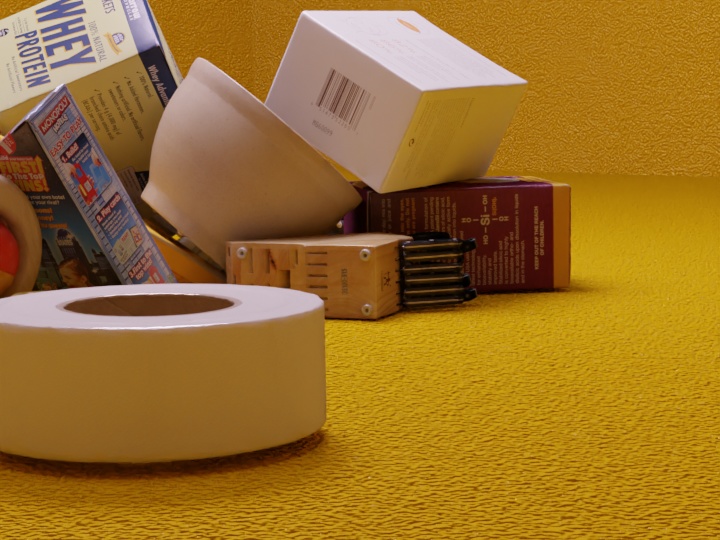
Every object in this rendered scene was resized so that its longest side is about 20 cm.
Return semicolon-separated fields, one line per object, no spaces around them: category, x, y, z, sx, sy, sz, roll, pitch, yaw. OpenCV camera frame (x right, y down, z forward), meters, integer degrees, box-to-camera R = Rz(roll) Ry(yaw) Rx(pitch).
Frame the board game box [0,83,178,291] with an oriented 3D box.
board game box;-0.263;-0.048;1.400;0.198;0.201;0.062;2;35;25

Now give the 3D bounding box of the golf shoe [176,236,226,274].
golf shoe;-0.126;-0.037;1.774;0.078;0.098;0.199;-9;8;-41

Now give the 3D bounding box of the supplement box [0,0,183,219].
supplement box;-0.267;-0.150;1.710;0.198;0.201;0.135;-22;47;-1

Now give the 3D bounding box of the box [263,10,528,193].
box;0.035;-0.162;1.641;0.152;0.107;0.199;35;24;25

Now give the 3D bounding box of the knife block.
knife block;0.000;0.000;1.564;0.198;0.065;0.175;1;6;21

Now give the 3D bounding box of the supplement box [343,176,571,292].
supplement box;0.091;-0.036;1.694;0.198;0.104;0.131;-3;8;-11

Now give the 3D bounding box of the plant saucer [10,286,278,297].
plant saucer;-0.153;0.047;1.226;0.198;0.049;0.200;-1;6;-4

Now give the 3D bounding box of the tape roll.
tape roll;-0.120;0.053;0.992;0.201;0.071;0.202;0;7;0

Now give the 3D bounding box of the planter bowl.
planter bowl;-0.116;-0.079;1.607;0.200;0.135;0.200;41;-2;2

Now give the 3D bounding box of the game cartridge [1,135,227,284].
game cartridge;-0.233;-0.048;1.598;0.199;0.033;0.176;31;1;-40

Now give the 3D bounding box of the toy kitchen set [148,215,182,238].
toy kitchen set;-0.186;-0.097;1.928;0.163;0.201;0.180;38;-25;-17

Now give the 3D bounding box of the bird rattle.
bird rattle;-0.306;-0.023;1.307;0.112;0.202;0.163;4;-16;34

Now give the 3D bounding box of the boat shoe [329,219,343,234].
boat shoe;-0.020;-0.041;1.955;0.073;0.061;0.199;2;7;34
